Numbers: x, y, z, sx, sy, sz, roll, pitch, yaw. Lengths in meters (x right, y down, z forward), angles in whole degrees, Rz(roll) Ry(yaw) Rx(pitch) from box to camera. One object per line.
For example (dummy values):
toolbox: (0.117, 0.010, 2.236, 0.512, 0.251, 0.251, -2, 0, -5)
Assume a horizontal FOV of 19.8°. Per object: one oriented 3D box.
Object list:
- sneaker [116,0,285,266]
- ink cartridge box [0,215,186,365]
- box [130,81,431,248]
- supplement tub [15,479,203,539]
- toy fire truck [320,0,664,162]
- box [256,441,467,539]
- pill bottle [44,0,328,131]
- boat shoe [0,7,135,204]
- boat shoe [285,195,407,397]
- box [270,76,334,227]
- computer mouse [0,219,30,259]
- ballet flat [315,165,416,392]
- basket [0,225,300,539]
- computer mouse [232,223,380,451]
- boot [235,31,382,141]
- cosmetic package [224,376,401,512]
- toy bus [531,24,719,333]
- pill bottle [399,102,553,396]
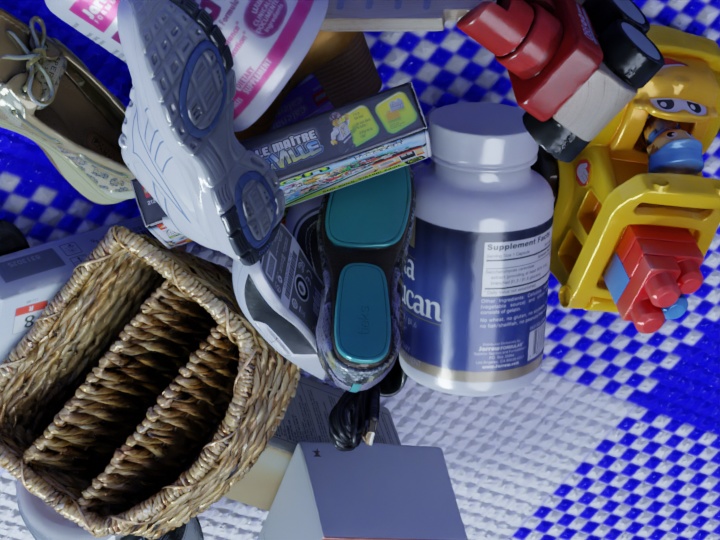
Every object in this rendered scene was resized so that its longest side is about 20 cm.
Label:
sneaker: (-0.117, -0.086, 1.277, 0.087, 0.075, 0.201, 9, 133, 32)
ink cartridge box: (-0.221, 0.062, 1.555, 0.162, 0.050, 0.201, -18, 136, -34)
box: (-0.051, -0.070, 1.412, 0.199, 0.035, 0.110, -19, 172, 1)
supplement tub: (-0.196, 0.208, 1.673, 0.122, 0.123, 0.200, -18, 148, -3)
toy fire truck: (0.081, -0.179, 1.398, 0.200, 0.176, 0.129, 32, 116, -25)
box: (-0.011, 0.239, 1.659, 0.124, 0.098, 0.200, 4, 134, -21)
pill bottle: (-0.130, -0.187, 1.312, 0.200, 0.114, 0.113, 33, 117, -15)
boat shoe: (-0.203, -0.118, 1.397, 0.062, 0.074, 0.200, -4, 148, 39)
boat shoe: (-0.002, 0.019, 1.570, 0.068, 0.057, 0.200, -22, 136, 2)
box: (-0.030, -0.047, 1.567, 0.137, 0.039, 0.200, -33, 134, 10)
computer mouse: (-0.298, 0.037, 1.536, 0.140, 0.046, 0.200, -33, 146, -11)
ballet flat: (0.000, 0.000, 1.473, 0.072, 0.201, 0.072, 4, 146, 3)
basket: (-0.157, 0.094, 1.491, 0.200, 0.143, 0.149, -49, 149, 11)
computer mouse: (-0.043, 0.038, 1.478, 0.044, 0.110, 0.200, -16, 129, 25)
boot: (-0.096, -0.151, 1.438, 0.200, 0.071, 0.144, -23, 124, 13)
cosmetic package: (-0.059, 0.142, 1.690, 0.199, 0.105, 0.071, 24, 122, -34)
toy bus: (0.212, -0.055, 1.542, 0.135, 0.192, 0.201, 5, 128, -22)
pill bottle: (0.086, -0.018, 1.538, 0.110, 0.111, 0.201, -4, 112, -16)
